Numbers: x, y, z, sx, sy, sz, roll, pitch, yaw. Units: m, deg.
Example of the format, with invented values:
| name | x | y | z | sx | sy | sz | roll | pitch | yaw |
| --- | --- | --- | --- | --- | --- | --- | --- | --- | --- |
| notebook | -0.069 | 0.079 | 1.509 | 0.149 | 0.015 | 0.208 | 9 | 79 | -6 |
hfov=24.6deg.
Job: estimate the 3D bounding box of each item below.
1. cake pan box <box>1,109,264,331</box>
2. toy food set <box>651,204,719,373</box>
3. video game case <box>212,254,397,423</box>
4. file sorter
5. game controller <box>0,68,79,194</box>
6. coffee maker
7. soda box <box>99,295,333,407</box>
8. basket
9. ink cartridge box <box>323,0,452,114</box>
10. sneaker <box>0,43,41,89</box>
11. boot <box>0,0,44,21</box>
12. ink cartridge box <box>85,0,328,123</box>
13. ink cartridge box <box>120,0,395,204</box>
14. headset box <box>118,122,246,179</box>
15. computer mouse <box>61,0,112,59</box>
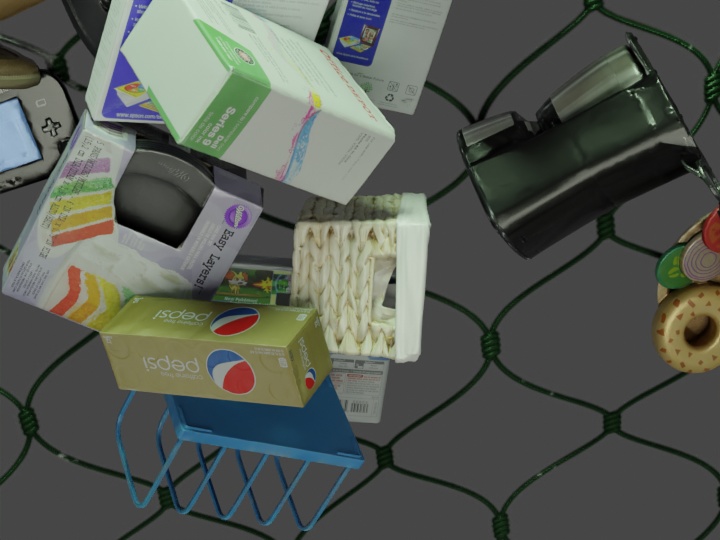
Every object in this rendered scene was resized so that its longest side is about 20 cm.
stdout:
| name | x | y | z | sx | sy | sz | roll | pitch | yaw |
| --- | --- | --- | --- | --- | --- | --- | --- | --- | --- |
| cake pan box | -0.210 | -0.032 | 1.532 | 0.184 | 0.052 | 0.200 | 24 | 115 | -20 |
| toy food set | 0.398 | 0.014 | 1.697 | 0.200 | 0.049 | 0.198 | -1 | 119 | -4 |
| video game case | -0.067 | 0.071 | 1.704 | 0.200 | 0.022 | 0.182 | 5 | 118 | -7 |
| file sorter | -0.126 | 0.168 | 1.634 | 0.200 | 0.139 | 0.123 | 14 | 121 | -30 |
| game controller | -0.362 | -0.120 | 1.562 | 0.200 | 0.042 | 0.104 | -18 | 119 | 4 |
| coffee maker | 0.209 | -0.097 | 1.540 | 0.200 | 0.192 | 0.135 | -30 | 133 | 13 |
| soda box | -0.131 | 0.071 | 1.483 | 0.200 | 0.064 | 0.068 | 3 | 124 | 27 |
| basket | 0.000 | 0.000 | 1.559 | 0.123 | 0.200 | 0.136 | 3 | 100 | 0 |
| ink cartridge box | 0.029 | -0.241 | 1.515 | 0.099 | 0.039 | 0.200 | 12 | 127 | -11 |
| sneaker | -0.386 | -0.211 | 1.490 | 0.200 | 0.070 | 0.076 | 9 | 100 | -6 |
| boot | -0.285 | -0.319 | 1.433 | 0.200 | 0.066 | 0.175 | -16 | 99 | 7 |
| ink cartridge box | -0.129 | -0.220 | 1.475 | 0.198 | 0.043 | 0.200 | 0 | 128 | -33 |
| ink cartridge box | -0.086 | -0.152 | 1.425 | 0.200 | 0.145 | 0.088 | 16 | 119 | -43 |
| headset box | -0.219 | -0.034 | 1.602 | 0.149 | 0.075 | 0.200 | 25 | 114 | -18 |
| computer mouse | -0.222 | -0.226 | 1.509 | 0.138 | 0.053 | 0.200 | -32 | 116 | 11 |
